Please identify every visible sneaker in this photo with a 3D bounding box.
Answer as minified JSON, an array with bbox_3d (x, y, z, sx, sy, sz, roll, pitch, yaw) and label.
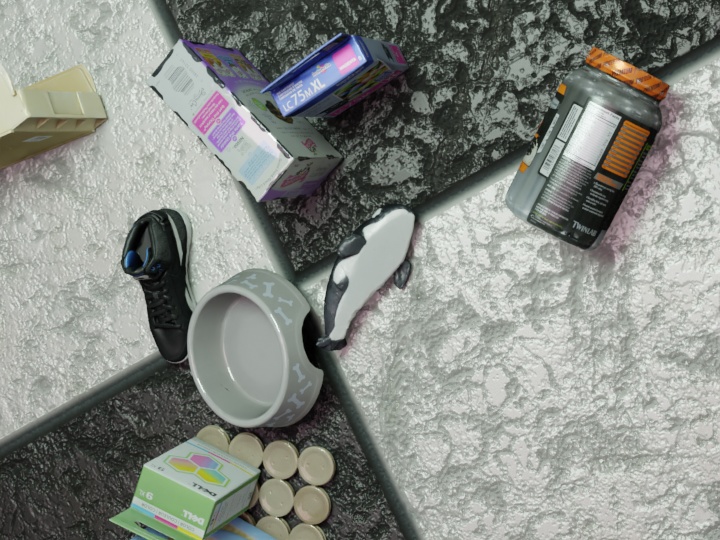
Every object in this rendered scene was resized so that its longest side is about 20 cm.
[{"bbox_3d":[-0.263,0.023,1.535,0.072,0.112,0.203,-2,94,20],"label":"sneaker"}]

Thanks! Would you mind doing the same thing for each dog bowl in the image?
[{"bbox_3d":[-0.137,0.102,1.496,0.198,0.058,0.203,8,103,37],"label":"dog bowl"}]

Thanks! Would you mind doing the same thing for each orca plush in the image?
[{"bbox_3d":[0.000,0.000,1.483,0.104,0.071,0.202,6,113,-26],"label":"orca plush"}]

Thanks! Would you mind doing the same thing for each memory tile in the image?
[{"bbox_3d":[-0.130,0.289,1.563,0.197,0.017,0.156,8,98,18],"label":"memory tile"}]

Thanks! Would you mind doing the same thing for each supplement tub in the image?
[{"bbox_3d":[0.253,-0.135,1.336,0.122,0.122,0.202,29,103,14],"label":"supplement tub"}]

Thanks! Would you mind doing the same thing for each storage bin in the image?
[{"bbox_3d":[-0.460,-0.197,1.537,0.196,0.200,0.095,-19,90,19],"label":"storage bin"}]

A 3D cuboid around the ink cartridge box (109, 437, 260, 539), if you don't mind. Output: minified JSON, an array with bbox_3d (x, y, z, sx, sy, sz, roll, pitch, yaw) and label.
[{"bbox_3d":[-0.210,0.272,1.474,0.103,0.200,0.060,23,102,14],"label":"ink cartridge box"}]

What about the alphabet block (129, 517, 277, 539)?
[{"bbox_3d":[-0.203,0.433,1.496,0.194,0.196,0.202,27,108,15],"label":"alphabet block"}]

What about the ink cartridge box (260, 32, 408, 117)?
[{"bbox_3d":[-0.026,-0.220,1.384,0.118,0.200,0.042,-31,84,19],"label":"ink cartridge box"}]

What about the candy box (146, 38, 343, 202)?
[{"bbox_3d":[-0.134,-0.178,1.443,0.200,0.167,0.072,46,107,10],"label":"candy box"}]
